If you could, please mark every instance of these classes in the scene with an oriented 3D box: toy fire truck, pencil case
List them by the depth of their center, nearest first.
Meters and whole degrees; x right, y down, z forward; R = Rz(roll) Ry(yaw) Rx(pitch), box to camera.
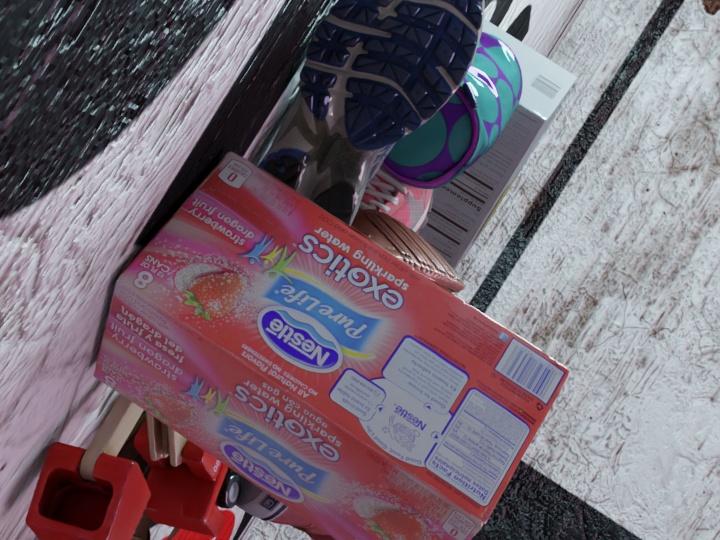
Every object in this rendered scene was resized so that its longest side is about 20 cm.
[{"bbox_3d":[-0.102,0.078,0.795,0.141,0.049,0.201,68,37,-56],"label":"toy fire truck"},{"bbox_3d":[0.067,-0.129,1.077,0.085,0.093,0.200,-17,-168,20],"label":"pencil case"}]

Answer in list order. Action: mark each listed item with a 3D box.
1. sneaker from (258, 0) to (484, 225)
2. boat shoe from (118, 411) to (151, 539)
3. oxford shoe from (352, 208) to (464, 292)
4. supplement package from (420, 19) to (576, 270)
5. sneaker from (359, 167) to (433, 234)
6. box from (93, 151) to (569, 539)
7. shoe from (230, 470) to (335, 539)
[{"bbox_3d":[-0.001,-0.096,0.769,0.200,0.077,0.085,-52,-172,29],"label":"sneaker"},{"bbox_3d":[-0.155,0.177,0.872,0.201,0.067,0.072,-62,172,-1],"label":"boat shoe"},{"bbox_3d":[0.000,0.000,1.036,0.200,0.071,0.074,16,116,-49],"label":"oxford shoe"},{"bbox_3d":[0.094,-0.110,1.318,0.200,0.109,0.114,-61,174,36],"label":"supplement package"},{"bbox_3d":[0.001,-0.034,1.098,0.201,0.074,0.087,-58,171,-13],"label":"sneaker"},{"bbox_3d":[-0.017,0.051,0.690,0.103,0.200,0.095,-54,174,-37],"label":"box"},{"bbox_3d":[-0.056,0.122,0.929,0.072,0.091,0.200,-56,-153,-1],"label":"shoe"}]
